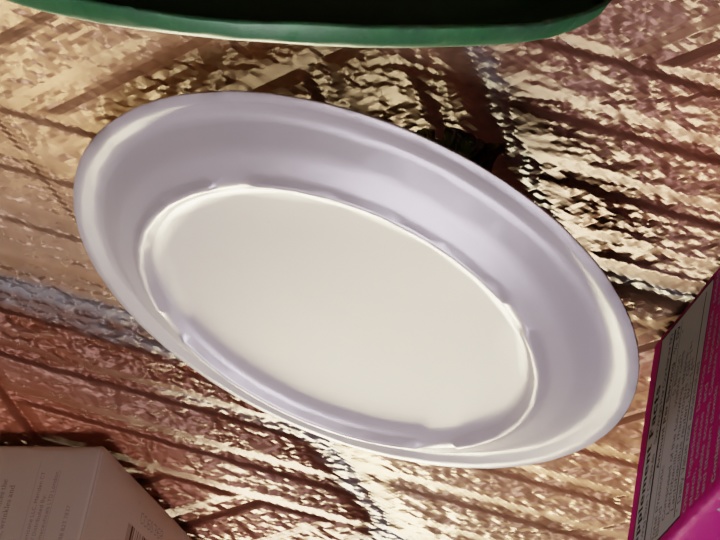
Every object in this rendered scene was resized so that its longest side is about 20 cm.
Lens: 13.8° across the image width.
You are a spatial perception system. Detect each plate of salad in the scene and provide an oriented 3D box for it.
[{"bbox_3d":[0.000,0.000,0.988,0.199,0.048,0.200,17,147,11],"label":"plate of salad"}]

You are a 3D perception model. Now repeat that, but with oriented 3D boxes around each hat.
[{"bbox_3d":[-0.008,-0.154,0.741,0.200,0.177,0.165,16,-160,42],"label":"hat"}]

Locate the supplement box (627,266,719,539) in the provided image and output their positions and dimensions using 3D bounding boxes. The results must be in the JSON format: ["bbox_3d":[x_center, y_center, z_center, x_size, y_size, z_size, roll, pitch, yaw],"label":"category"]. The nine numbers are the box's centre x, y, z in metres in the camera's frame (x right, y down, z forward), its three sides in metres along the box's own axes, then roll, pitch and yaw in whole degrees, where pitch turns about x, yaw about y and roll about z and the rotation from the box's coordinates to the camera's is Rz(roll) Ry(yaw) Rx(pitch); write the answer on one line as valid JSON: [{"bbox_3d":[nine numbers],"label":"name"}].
[{"bbox_3d":[0.164,0.039,0.934,0.101,0.104,0.200,16,153,-7],"label":"supplement box"}]

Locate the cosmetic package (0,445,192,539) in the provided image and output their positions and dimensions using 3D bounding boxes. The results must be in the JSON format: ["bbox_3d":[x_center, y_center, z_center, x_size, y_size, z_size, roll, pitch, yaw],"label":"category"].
[{"bbox_3d":[-0.179,0.130,1.254,0.199,0.081,0.113,-3,149,25],"label":"cosmetic package"}]
